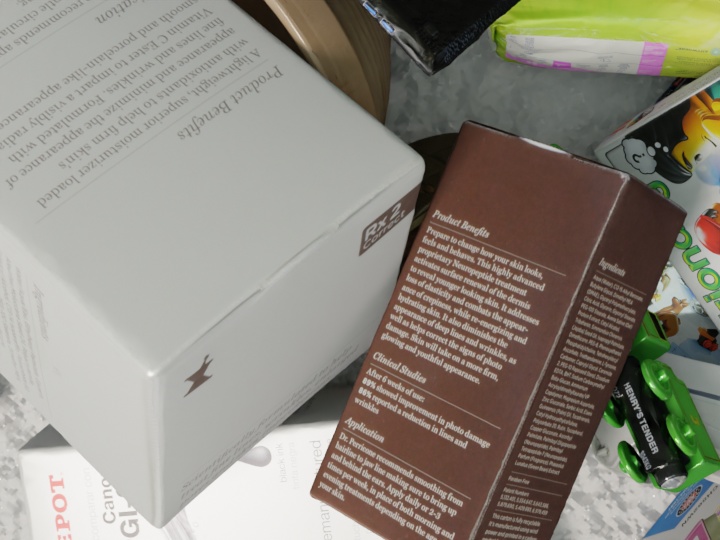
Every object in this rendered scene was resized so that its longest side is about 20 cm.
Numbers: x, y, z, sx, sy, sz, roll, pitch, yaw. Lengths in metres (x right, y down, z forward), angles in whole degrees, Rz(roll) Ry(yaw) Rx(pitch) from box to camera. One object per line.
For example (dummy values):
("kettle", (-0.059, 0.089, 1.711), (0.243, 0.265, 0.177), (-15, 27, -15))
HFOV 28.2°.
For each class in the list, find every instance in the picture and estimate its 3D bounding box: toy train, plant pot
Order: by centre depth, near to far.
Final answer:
("toy train", (0.127, 0.021, 0.728), (0.042, 0.056, 0.201), (-34, 58, 26))
("plant pot", (-0.051, -0.123, 0.761), (0.093, 0.201, 0.201), (-42, 94, -28))

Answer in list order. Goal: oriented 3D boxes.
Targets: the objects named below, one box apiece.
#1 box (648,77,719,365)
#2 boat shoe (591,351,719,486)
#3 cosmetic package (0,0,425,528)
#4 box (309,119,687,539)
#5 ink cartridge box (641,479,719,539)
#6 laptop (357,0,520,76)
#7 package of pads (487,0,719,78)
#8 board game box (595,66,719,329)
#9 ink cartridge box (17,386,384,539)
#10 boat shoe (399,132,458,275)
("box", (0.214, 0.001, 0.805), (0.200, 0.038, 0.137), (41, 100, -2))
("boat shoe", (0.152, 0.080, 0.760), (0.074, 0.199, 0.066), (36, 71, -42))
("cosmetic package", (-0.103, -0.022, 0.686), (0.200, 0.165, 0.165), (42, 62, 17))
("box", (0.065, 0.040, 0.687), (0.100, 0.075, 0.201), (25, 94, 39))
("ink cartridge box", (0.190, 0.194, 0.754), (0.085, 0.200, 0.145), (36, 100, -1))
("laptop", (-0.021, -0.173, 0.680), (0.200, 0.177, 0.103), (46, 134, -2))
("package of pads", (0.168, -0.179, 0.750), (0.199, 0.068, 0.155), (3, 82, 6))
("board game box", (0.223, -0.010, 0.722), (0.200, 0.035, 0.126), (54, 143, -4))
("ink cartridge box", (-0.077, 0.151, 0.798), (0.199, 0.083, 0.147), (-6, 98, 7))
("boat shoe", (0.000, 0.001, 0.815), (0.200, 0.072, 0.068), (-40, 123, 14))
